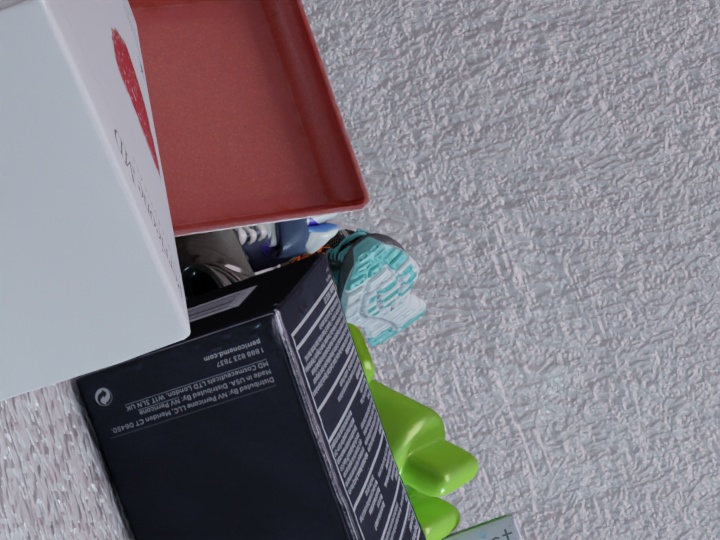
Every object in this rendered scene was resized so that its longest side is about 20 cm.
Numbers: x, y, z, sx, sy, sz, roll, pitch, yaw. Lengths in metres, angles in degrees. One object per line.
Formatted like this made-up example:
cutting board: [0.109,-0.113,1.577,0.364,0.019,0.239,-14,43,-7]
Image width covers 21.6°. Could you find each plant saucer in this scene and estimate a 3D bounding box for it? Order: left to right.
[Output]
plant saucer: [-0.115,-0.109,1.243,0.037,0.200,0.200,-52,-127,57]

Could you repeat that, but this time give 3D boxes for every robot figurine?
robot figurine: [-0.020,0.129,1.361,0.116,0.200,0.176,-19,130,-62]

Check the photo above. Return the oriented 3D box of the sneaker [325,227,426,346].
sneaker: [0.000,0.000,1.618,0.091,0.078,0.200,54,-7,16]

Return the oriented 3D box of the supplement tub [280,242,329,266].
supplement tub: [-0.055,0.026,2.845,0.200,0.122,0.123,-108,179,-66]

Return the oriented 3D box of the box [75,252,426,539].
box: [-0.054,0.114,1.065,0.200,0.123,0.198,-53,124,-79]

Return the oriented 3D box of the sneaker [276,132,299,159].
sneaker: [-0.133,-0.135,1.316,0.200,0.081,0.146,33,-14,47]

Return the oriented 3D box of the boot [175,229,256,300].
boot: [-0.104,0.000,1.249,0.200,0.068,0.131,53,-1,2]

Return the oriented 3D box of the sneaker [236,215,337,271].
sneaker: [-0.088,-0.048,1.492,0.200,0.146,0.081,68,3,-78]

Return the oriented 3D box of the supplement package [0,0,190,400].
supplement package: [-0.134,-0.060,0.582,0.200,0.120,0.121,-107,179,-54]

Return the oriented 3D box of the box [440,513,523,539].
box: [0.048,0.292,1.378,0.097,0.200,0.177,62,10,-81]
